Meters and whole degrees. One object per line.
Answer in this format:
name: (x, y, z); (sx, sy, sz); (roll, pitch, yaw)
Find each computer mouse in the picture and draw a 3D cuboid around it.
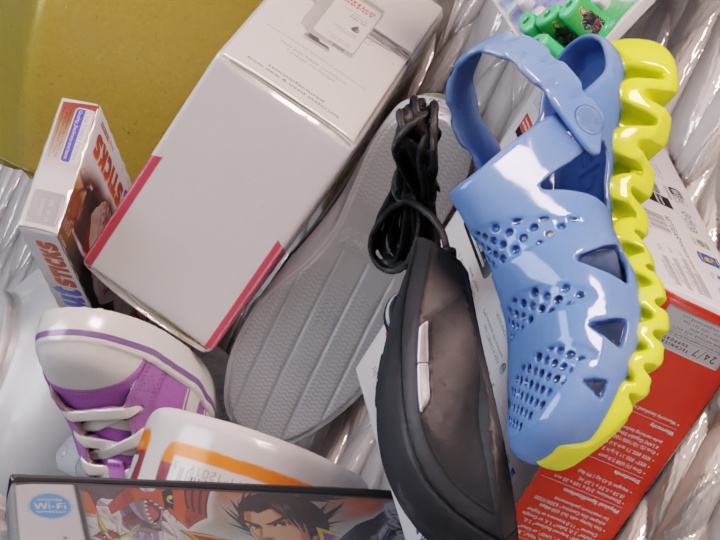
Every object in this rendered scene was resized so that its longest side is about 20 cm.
computer mouse: (0.023, 0.043, 1.126); (0.140, 0.046, 0.201); (93, 168, -68)

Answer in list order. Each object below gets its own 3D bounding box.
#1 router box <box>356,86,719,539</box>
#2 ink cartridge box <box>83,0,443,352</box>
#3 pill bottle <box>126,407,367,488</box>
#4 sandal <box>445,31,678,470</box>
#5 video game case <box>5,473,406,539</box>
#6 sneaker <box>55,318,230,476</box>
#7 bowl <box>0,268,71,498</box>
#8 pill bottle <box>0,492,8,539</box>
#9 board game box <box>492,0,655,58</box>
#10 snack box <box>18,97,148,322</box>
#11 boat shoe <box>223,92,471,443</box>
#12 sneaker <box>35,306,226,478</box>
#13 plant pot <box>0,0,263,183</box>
router box: (0.076, 0.034, 1.188); (0.180, 0.049, 0.200); (-58, 24, 23)
ink cartridge box: (-0.046, -0.070, 1.428); (0.147, 0.083, 0.200); (-55, 2, 28)
pill bottle: (-0.079, 0.176, 1.320); (0.114, 0.114, 0.201); (-2, 67, 66)
sandal: (0.069, -0.015, 1.074); (0.079, 0.087, 0.200); (-41, 36, 44)
video game case: (-0.045, 0.149, 1.163); (0.181, 0.199, 0.026); (-107, 23, -58)
sneaker: (-0.126, 0.060, 1.589); (0.115, 0.075, 0.200); (-54, 29, 24)
bowl: (-0.203, 0.071, 1.738); (0.201, 0.090, 0.201); (-48, 30, 38)
pill bottle: (-0.156, 0.186, 1.224); (0.112, 0.112, 0.200); (-51, 60, 34)
board game box: (0.126, -0.195, 1.260); (0.200, 0.026, 0.200); (-46, 26, 12)
snack box: (-0.136, -0.013, 1.435); (0.200, 0.024, 0.072); (76, -153, -67)
boat shoe: (0.000, 0.000, 1.394); (0.200, 0.072, 0.062); (-56, 0, 16)
sneaker: (-0.110, 0.107, 1.394); (0.072, 0.201, 0.115); (-4, 54, 25)
plant pot: (-0.129, -0.138, 1.637); (0.201, 0.195, 0.194); (-69, 22, 1)
